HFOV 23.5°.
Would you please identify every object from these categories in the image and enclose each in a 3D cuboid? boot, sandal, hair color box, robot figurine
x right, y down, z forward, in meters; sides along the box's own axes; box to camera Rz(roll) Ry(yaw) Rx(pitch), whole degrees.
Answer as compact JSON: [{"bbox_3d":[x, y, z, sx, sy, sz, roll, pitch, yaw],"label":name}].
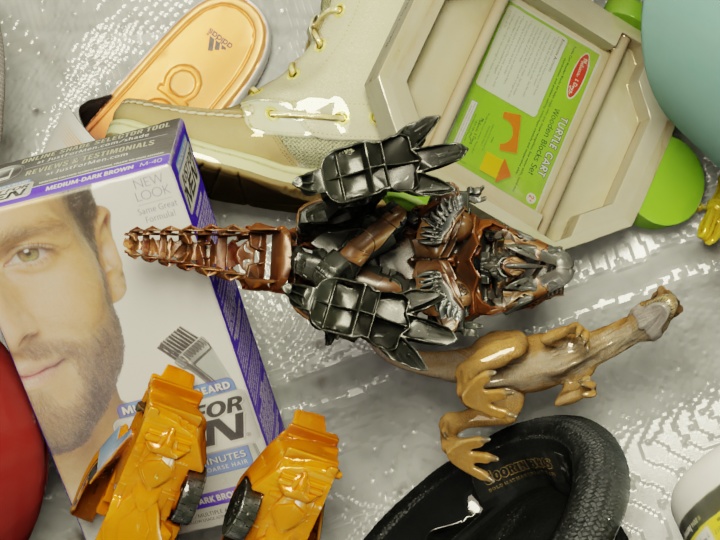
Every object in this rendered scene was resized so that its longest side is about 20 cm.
[{"bbox_3d":[-0.026,-0.111,0.904,0.198,0.072,0.156,8,82,-10],"label":"boot"},{"bbox_3d":[-0.128,-0.071,0.935,0.079,0.059,0.207,34,88,13],"label":"sandal"},{"bbox_3d":[-0.112,0.036,0.863,0.109,0.065,0.201,-14,114,7],"label":"hair color box"},{"bbox_3d":[-0.090,0.150,0.856,0.144,0.058,0.201,20,117,-12],"label":"robot figurine"}]

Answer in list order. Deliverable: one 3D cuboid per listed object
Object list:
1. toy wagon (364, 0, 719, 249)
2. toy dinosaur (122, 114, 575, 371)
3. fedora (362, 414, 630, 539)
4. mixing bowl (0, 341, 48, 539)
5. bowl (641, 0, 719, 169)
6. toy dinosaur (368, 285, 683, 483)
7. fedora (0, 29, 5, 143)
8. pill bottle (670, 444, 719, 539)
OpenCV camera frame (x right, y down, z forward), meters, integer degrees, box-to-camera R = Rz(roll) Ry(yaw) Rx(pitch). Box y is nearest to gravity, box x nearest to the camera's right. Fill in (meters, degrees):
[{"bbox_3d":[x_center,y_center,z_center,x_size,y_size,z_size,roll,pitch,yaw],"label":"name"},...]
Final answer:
[{"bbox_3d":[0.101,-0.072,0.883,0.199,0.040,0.156,29,76,-15],"label":"toy wagon"},{"bbox_3d":[0.000,0.000,0.789,0.199,0.136,0.103,-18,87,-10],"label":"toy dinosaur"},{"bbox_3d":[0.068,0.167,0.836,0.201,0.201,0.092,-45,109,1],"label":"fedora"},{"bbox_3d":[-0.230,0.094,0.883,0.199,0.108,0.202,10,103,46],"label":"mixing bowl"},{"bbox_3d":[0.212,-0.124,0.836,0.105,0.200,0.202,26,86,48],"label":"bowl"},{"bbox_3d":[0.064,0.050,0.856,0.199,0.106,0.061,-5,117,28],"label":"toy dinosaur"},{"bbox_3d":[-0.244,-0.114,0.929,0.090,0.177,0.201,-12,69,-22],"label":"fedora"},{"bbox_3d":[0.228,0.163,0.760,0.112,0.112,0.201,-27,65,5],"label":"pill bottle"}]
